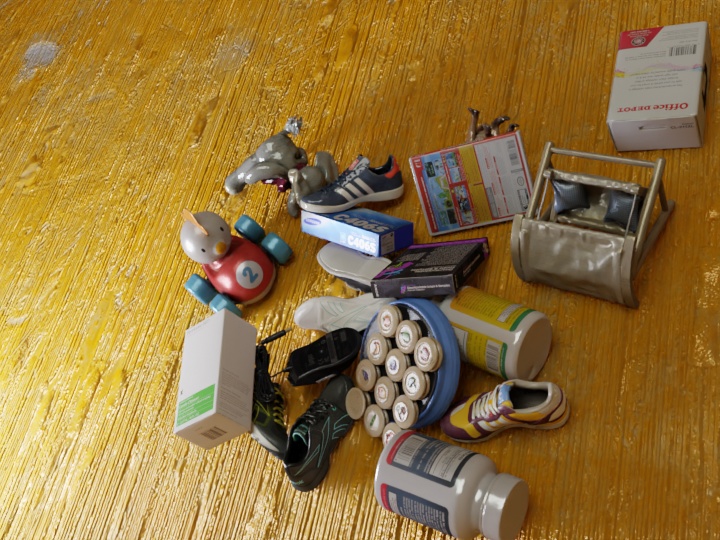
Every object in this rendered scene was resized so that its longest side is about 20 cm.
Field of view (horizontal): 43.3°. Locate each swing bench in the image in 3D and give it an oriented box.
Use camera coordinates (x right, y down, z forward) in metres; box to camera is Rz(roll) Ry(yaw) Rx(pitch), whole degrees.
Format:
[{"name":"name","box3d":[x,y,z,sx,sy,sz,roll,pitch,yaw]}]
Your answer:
[{"name":"swing bench","box3d":[0.354,-0.071,1.404,0.196,0.130,0.202,14,67,35]}]

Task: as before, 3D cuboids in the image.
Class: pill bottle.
[{"name":"pill bottle","box3d":[0.129,0.309,1.279,0.198,0.120,0.121,13,66,35]},{"name":"pill bottle","box3d":[0.185,0.090,1.401,0.198,0.113,0.114,20,70,37]}]

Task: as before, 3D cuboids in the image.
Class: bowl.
[{"name":"bowl","box3d":[0.071,0.143,1.408,0.199,0.039,0.205,-5,84,50]}]

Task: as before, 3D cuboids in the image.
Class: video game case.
[{"name":"video game case","box3d":[0.193,-0.146,1.549,0.197,0.145,0.017,-11,17,22]}]

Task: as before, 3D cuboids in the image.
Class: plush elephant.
[{"name":"plush elephant","box3d":[-0.131,-0.180,1.752,0.156,0.164,0.200,55,131,7]}]

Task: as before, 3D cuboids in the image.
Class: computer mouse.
[{"name":"computer mouse","box3d":[-0.090,0.142,1.529,0.198,0.046,0.141,-28,42,4]}]

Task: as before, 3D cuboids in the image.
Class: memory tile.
[{"name":"memory tile","box3d":[0.047,0.167,1.392,0.153,0.017,0.203,40,118,45]}]

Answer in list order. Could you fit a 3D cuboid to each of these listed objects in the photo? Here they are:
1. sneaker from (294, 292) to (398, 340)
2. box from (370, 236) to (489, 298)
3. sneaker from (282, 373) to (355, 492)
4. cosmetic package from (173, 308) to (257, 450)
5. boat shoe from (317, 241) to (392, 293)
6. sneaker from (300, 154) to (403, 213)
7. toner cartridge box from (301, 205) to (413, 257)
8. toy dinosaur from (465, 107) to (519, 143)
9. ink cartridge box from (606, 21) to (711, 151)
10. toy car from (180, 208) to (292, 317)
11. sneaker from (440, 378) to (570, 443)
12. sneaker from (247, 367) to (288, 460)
[{"name":"sneaker","box3d":[-0.030,0.088,1.553,0.197,0.070,0.082,-6,65,27]},{"name":"box","box3d":[0.116,-0.005,1.478,0.141,0.037,0.200,-5,15,26]},{"name":"sneaker","box3d":[-0.064,0.251,1.456,0.074,0.079,0.202,5,60,33]},{"name":"cosmetic package","box3d":[-0.239,0.180,1.515,0.107,0.084,0.203,-29,45,29]},{"name":"boat shoe","box3d":[0.000,0.000,1.600,0.198,0.061,0.074,18,61,45]},{"name":"sneaker","box3d":[-0.019,-0.164,1.657,0.197,0.086,0.075,-15,25,-16]},{"name":"toner cartridge box","box3d":[-0.007,-0.078,1.629,0.198,0.044,0.094,19,27,40]},{"name":"toy dinosaur","box3d":[0.220,-0.204,1.609,0.084,0.138,0.201,6,24,-18]},{"name":"ink cartridge box","box3d":[0.498,-0.304,1.510,0.143,0.083,0.203,1,60,29]},{"name":"toy car","box3d":[-0.262,-0.039,1.682,0.176,0.200,0.185,32,77,40]},{"name":"sneaker","box3d":[0.202,0.197,1.332,0.197,0.090,0.076,-15,53,20]},{"name":"sneaker","box3d":[-0.159,0.232,1.523,0.084,0.075,0.200,-42,49,-3]}]
